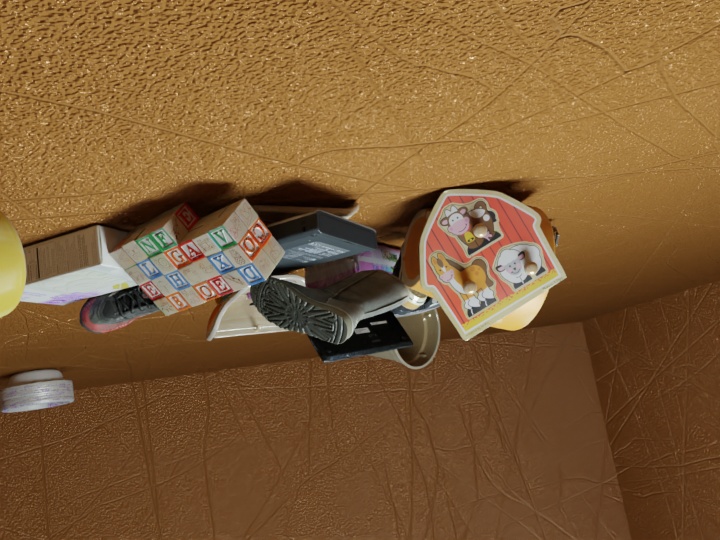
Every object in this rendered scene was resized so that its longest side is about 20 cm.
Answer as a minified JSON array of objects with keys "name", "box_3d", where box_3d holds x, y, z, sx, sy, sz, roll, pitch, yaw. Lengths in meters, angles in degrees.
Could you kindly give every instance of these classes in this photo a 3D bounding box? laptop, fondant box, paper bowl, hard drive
[{"name":"laptop","box_3d":[-0.050,0.085,1.192,0.177,0.200,0.103,-6,140,-38]},{"name":"fondant box","box_3d":[-0.395,-0.003,1.048,0.200,0.058,0.144,-13,169,20]},{"name":"paper bowl","box_3d":[-0.953,0.351,2.199,0.201,0.104,0.201,-10,168,-2]},{"name":"hard drive","box_3d":[-0.098,-0.031,1.008,0.200,0.033,0.140,-14,165,31]}]

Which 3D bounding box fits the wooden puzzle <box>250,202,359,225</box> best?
[{"name":"wooden puzzle","box_3d":[-0.121,-0.049,1.083,0.200,0.046,0.185,-5,167,-24]}]

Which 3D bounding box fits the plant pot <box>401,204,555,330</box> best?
[{"name":"plant pot","box_3d":[0.171,-0.019,1.165,0.183,0.200,0.200,10,163,-17]}]

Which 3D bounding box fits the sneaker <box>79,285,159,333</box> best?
[{"name":"sneaker","box_3d":[-0.329,0.035,1.136,0.200,0.071,0.098,-25,-173,-23]}]

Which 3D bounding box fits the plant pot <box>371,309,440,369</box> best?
[{"name":"plant pot","box_3d":[0.077,0.156,1.962,0.183,0.201,0.200,-4,175,42]}]

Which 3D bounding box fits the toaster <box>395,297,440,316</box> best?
[{"name":"toaster","box_3d":[0.078,0.041,1.529,0.200,0.114,0.129,-11,171,-2]}]

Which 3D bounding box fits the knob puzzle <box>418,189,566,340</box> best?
[{"name":"knob puzzle","box_3d":[0.172,-0.028,1.067,0.220,0.220,0.030,-10,-176,1]}]

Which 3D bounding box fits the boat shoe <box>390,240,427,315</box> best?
[{"name":"boat shoe","box_3d":[0.085,0.006,1.264,0.075,0.200,0.062,34,123,-10]}]

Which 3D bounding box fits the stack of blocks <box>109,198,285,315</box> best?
[{"name":"stack of blocks","box_3d":[-0.208,-0.023,0.941,0.200,0.115,0.059,-18,-151,37]}]

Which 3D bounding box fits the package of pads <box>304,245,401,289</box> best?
[{"name":"package of pads","box_3d":[0.000,0.000,1.352,0.120,0.076,0.200,-14,168,31]}]

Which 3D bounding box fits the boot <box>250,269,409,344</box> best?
[{"name":"boot","box_3d":[-0.041,0.032,1.113,0.182,0.073,0.200,26,-149,16]}]

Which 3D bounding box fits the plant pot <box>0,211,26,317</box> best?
[{"name":"plant pot","box_3d":[-0.452,0.005,0.739,0.201,0.201,0.189,-17,-179,30]}]

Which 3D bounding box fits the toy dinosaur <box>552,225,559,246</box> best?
[{"name":"toy dinosaur","box_3d":[0.280,-0.016,1.336,0.200,0.136,0.102,-54,-178,-39]}]

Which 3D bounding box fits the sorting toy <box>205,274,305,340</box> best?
[{"name":"sorting toy","box_3d":[-0.185,0.053,1.425,0.200,0.107,0.180,-4,160,-27]}]
